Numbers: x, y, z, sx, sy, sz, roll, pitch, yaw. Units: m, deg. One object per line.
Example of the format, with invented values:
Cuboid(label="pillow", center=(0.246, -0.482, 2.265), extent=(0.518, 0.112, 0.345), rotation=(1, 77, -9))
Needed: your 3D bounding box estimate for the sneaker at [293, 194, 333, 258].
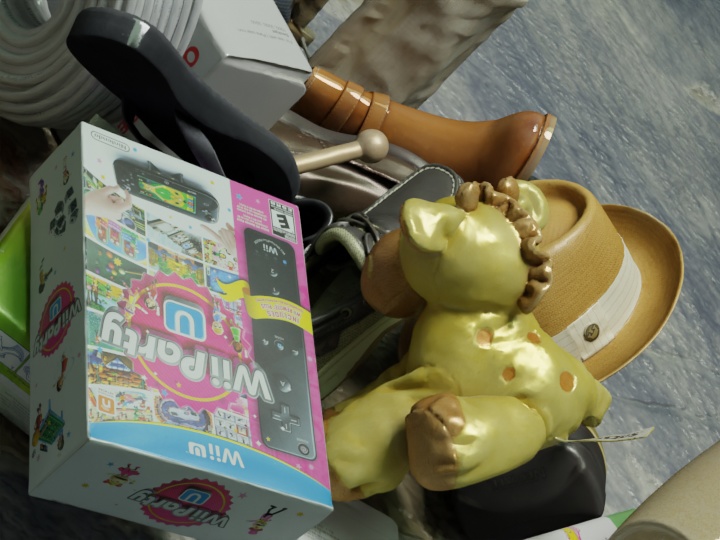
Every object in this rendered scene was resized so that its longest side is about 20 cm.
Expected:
Cuboid(label="sneaker", center=(-0.034, -0.006, 1.374), extent=(0.200, 0.083, 0.072), rotation=(2, 51, -53))

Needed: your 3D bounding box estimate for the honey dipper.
Cuboid(label="honey dipper", center=(-0.071, -0.059, 1.339), extent=(0.200, 0.038, 0.038), rotation=(-16, 60, -23))

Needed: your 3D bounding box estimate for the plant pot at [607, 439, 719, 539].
Cuboid(label="plant pot", center=(0.237, 0.173, 1.254), extent=(0.200, 0.187, 0.188), rotation=(-7, 57, -42))

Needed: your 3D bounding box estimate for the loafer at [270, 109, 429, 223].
Cuboid(label="loafer", center=(-0.029, -0.054, 1.440), extent=(0.200, 0.073, 0.071), rotation=(21, 42, 3))

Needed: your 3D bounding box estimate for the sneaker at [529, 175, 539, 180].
Cuboid(label="sneaker", center=(0.142, -0.004, 1.632), extent=(0.099, 0.071, 0.200), rotation=(24, 29, -32))

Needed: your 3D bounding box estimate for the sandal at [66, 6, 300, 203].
Cuboid(label="sandal", center=(-0.107, -0.083, 1.236), extent=(0.200, 0.076, 0.043), rotation=(41, 62, -48))

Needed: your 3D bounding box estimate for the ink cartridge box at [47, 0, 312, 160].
Cuboid(label="ink cartridge box", center=(-0.138, -0.156, 1.365), extent=(0.085, 0.145, 0.200), rotation=(6, 47, -50))

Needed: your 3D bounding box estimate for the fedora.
Cuboid(label="fedora", center=(0.107, 0.002, 1.376), extent=(0.201, 0.200, 0.082), rotation=(-90, 159, -53))

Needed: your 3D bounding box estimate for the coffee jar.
Cuboid(label="coffee jar", center=(0.105, 0.091, 1.409), extent=(0.200, 0.104, 0.085), rotation=(-89, 160, -53))

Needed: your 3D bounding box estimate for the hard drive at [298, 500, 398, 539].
Cuboid(label="hard drive", center=(-0.030, 0.190, 1.183), extent=(0.132, 0.027, 0.200), rotation=(32, 30, -25))

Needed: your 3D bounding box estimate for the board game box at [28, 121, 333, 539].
Cuboid(label="board game box", center=(-0.097, 0.037, 1.115), extent=(0.147, 0.064, 0.200), rotation=(20, 46, -32))

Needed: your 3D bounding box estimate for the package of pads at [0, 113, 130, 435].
Cuboid(label="package of pads", center=(-0.136, 0.023, 1.198), extent=(0.154, 0.068, 0.200), rotation=(40, 37, -10))

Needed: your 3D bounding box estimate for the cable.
Cuboid(label="cable", center=(-0.180, -0.186, 1.290), extent=(0.069, 0.200, 0.200), rotation=(-1, 58, -48))

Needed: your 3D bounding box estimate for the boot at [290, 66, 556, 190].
Cuboid(label="boot", center=(0.028, -0.094, 1.473), extent=(0.155, 0.200, 0.074), rotation=(39, 53, -16))

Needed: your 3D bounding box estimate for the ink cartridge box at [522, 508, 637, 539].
Cuboid(label="ink cartridge box", center=(0.135, 0.235, 1.285), extent=(0.200, 0.084, 0.145), rotation=(-4, 56, -56))

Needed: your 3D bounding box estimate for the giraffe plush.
Cuboid(label="giraffe plush", center=(0.057, 0.032, 1.243), extent=(0.173, 0.199, 0.163), rotation=(-27, 105, -79))

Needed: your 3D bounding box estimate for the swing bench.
Cuboid(label="swing bench", center=(-0.009, -0.212, 1.556), extent=(0.200, 0.199, 0.130), rotation=(52, 29, 13))

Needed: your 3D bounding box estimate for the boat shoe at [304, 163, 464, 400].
Cuboid(label="boat shoe", center=(-0.001, 0.000, 1.319), extent=(0.072, 0.201, 0.066), rotation=(24, -29, 38))
